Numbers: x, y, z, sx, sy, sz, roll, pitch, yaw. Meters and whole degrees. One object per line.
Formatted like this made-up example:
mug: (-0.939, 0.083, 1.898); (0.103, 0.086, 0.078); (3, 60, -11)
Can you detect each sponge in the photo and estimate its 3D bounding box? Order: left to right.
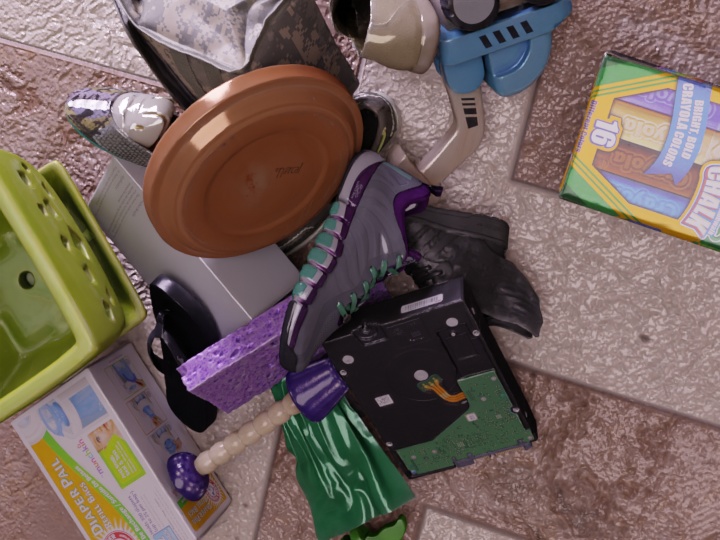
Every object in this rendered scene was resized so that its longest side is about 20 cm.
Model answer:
sponge: (-0.063, 0.062, 1.001); (0.198, 0.112, 0.030); (-32, 68, 0)

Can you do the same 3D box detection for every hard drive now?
hard drive: (0.067, 0.103, 0.991); (0.138, 0.038, 0.201); (-18, 126, 19)

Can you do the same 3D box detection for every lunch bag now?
lunch bag: (-0.125, -0.198, 0.946); (0.198, 0.164, 0.119); (26, 77, 26)

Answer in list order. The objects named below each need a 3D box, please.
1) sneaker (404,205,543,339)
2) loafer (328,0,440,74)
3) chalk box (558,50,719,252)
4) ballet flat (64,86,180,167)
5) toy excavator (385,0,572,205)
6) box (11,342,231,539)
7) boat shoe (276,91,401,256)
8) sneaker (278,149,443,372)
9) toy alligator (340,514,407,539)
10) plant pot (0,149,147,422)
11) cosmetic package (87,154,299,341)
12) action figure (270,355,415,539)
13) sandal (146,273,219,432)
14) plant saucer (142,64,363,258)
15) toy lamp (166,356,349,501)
sneaker: (0.069, -0.001, 0.985); (0.196, 0.060, 0.106); (8, 77, -6)
loafer: (0.002, -0.240, 0.927); (0.067, 0.201, 0.076); (-1, 128, -29)
chalk box: (0.280, -0.094, 0.908); (0.197, 0.125, 0.126); (21, 104, 10)
ballet flat: (-0.163, -0.118, 0.962); (0.198, 0.072, 0.073); (30, 106, -13)
toy excavator: (0.100, -0.173, 0.951); (0.192, 0.100, 0.202); (-20, 119, -3)
box: (-0.239, 0.196, 1.100); (0.112, 0.101, 0.202); (-33, 91, 17)
boat shoe: (-0.043, -0.086, 1.021); (0.072, 0.060, 0.202); (44, 107, 1)
sneaker: (0.000, 0.000, 0.914); (0.086, 0.074, 0.203); (22, 80, 6)
toy alligator: (-0.016, 0.322, 1.090); (0.054, 0.059, 0.202); (27, 105, 7)
plant pot: (-0.321, 0.020, 0.972); (0.197, 0.181, 0.202); (-31, 91, 13)
cosmetic package: (-0.159, -0.026, 1.029); (0.201, 0.081, 0.113); (49, 143, -1)
action figure: (-0.035, 0.152, 1.067); (0.117, 0.055, 0.202); (-28, 86, 18)
sandal: (-0.171, 0.091, 1.041); (0.075, 0.043, 0.202); (27, 139, 28)
plant saucer: (-0.083, -0.081, 0.903); (0.200, 0.199, 0.033); (-44, 59, 16)
toy lamp: (-0.094, 0.149, 1.032); (0.199, 0.058, 0.059); (-37, 90, 15)
